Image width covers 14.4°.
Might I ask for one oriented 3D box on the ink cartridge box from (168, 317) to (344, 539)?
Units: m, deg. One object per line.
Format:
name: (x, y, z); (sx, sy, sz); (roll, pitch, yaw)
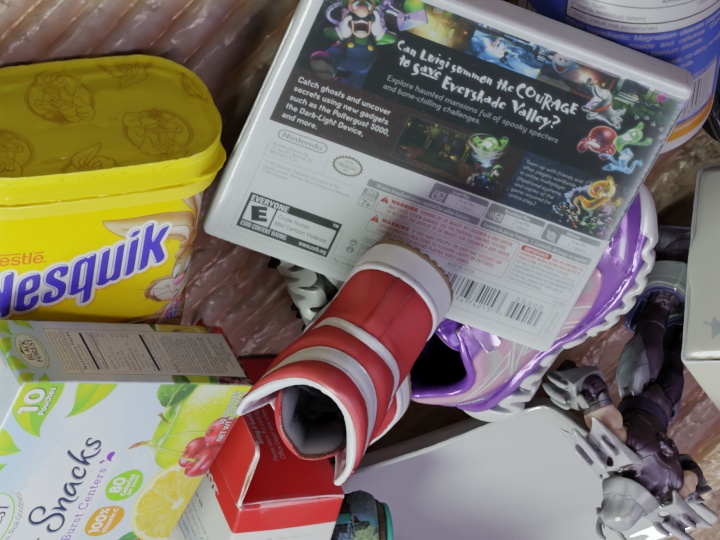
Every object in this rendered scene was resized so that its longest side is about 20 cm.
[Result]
ink cartridge box: (-0.069, 0.134, 1.635); (0.067, 0.116, 0.200); (-3, 133, -24)

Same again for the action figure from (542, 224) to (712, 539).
action figure: (0.165, 0.075, 1.646); (0.069, 0.200, 0.130); (-8, 137, 34)

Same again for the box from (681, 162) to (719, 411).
box: (0.272, 0.034, 1.671); (0.109, 0.128, 0.200); (-4, 153, 24)

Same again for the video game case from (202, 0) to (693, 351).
video game case: (0.043, -0.060, 1.459); (0.200, 0.023, 0.182); (20, 124, -10)

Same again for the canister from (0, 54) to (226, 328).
canister: (-0.157, -0.005, 1.478); (0.148, 0.087, 0.200); (-8, 136, -21)

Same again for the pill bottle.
pill bottle: (0.138, -0.165, 1.457); (0.112, 0.112, 0.200); (-13, 135, -16)

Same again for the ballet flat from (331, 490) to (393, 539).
ballet flat: (-0.029, 0.191, 1.736); (0.074, 0.074, 0.200); (-12, 149, -17)

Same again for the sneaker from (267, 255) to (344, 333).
sneaker: (0.000, 0.000, 1.578); (0.090, 0.067, 0.200); (-26, 136, 1)

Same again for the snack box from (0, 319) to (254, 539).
snack box: (-0.161, 0.114, 1.493); (0.142, 0.053, 0.200); (3, 130, -36)

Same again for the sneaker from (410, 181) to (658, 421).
sneaker: (0.083, 0.013, 1.561); (0.088, 0.081, 0.200); (-1, 141, -41)

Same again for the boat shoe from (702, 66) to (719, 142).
boat shoe: (0.206, -0.143, 1.547); (0.070, 0.066, 0.200); (-15, 136, -15)

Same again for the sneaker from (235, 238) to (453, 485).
sneaker: (-0.019, 0.071, 1.486); (0.113, 0.071, 0.200); (-54, 174, -29)

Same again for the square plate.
square plate: (0.086, 0.136, 1.740); (0.198, 0.029, 0.200); (-20, 145, 31)
